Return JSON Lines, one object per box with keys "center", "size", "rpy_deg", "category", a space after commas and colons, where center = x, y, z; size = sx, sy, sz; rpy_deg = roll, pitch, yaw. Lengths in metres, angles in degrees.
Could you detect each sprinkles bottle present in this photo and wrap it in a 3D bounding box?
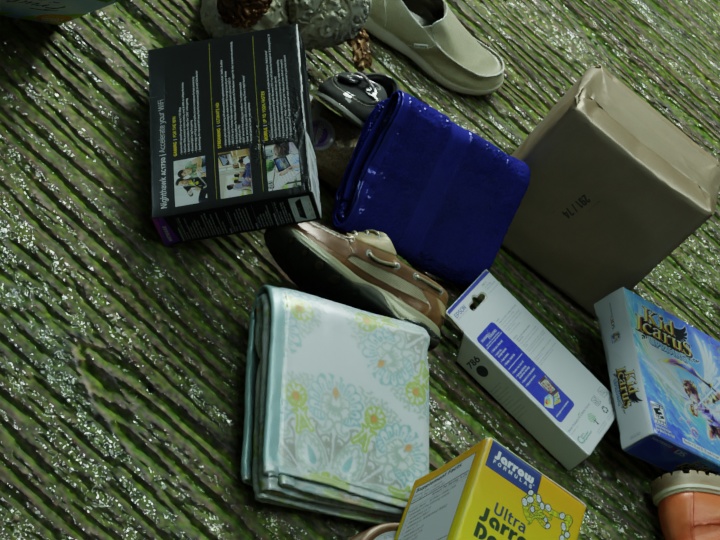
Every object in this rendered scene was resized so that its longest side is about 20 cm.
{"center": [-0.050, -0.136, 1.541], "size": [0.200, 0.068, 0.068], "rpy_deg": [33, 42, -10], "category": "sprinkles bottle"}

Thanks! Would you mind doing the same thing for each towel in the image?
{"center": [0.069, -0.078, 1.525], "size": [0.200, 0.148, 0.050], "rpy_deg": [25, 2, -38], "category": "towel"}
{"center": [-0.019, 0.121, 1.343], "size": [0.171, 0.048, 0.200], "rpy_deg": [18, 57, -27], "category": "towel"}

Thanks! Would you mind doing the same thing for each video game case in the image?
{"center": [0.337, 0.132, 1.601], "size": [0.200, 0.045, 0.181], "rpy_deg": [27, 42, -34], "category": "video game case"}

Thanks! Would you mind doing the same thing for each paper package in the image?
{"center": [0.252, -0.082, 1.626], "size": [0.191, 0.200, 0.103], "rpy_deg": [38, 41, -4], "category": "paper package"}

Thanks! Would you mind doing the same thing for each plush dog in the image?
{"center": [-0.081, -0.273, 1.575], "size": [0.172, 0.200, 0.161], "rpy_deg": [-11, 96, -15], "category": "plush dog"}

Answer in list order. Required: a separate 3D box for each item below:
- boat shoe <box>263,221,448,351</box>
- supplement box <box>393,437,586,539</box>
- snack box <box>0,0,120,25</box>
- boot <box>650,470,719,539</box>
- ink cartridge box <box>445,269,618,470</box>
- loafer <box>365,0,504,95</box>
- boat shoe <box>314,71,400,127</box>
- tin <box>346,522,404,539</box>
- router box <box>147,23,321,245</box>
{"center": [0.000, 0.000, 1.451], "size": [0.200, 0.076, 0.074], "rpy_deg": [37, 62, -19], "category": "boat shoe"}
{"center": [0.087, 0.255, 1.224], "size": [0.109, 0.109, 0.200], "rpy_deg": [36, 49, -14], "category": "supplement box"}
{"center": [-0.314, -0.279, 1.370], "size": [0.200, 0.169, 0.068], "rpy_deg": [5, 82, -41], "category": "snack box"}
{"center": [0.386, 0.270, 1.536], "size": [0.200, 0.075, 0.107], "rpy_deg": [10, 53, -21], "category": "boot"}
{"center": [0.166, 0.098, 1.532], "size": [0.200, 0.039, 0.099], "rpy_deg": [46, 42, 2], "category": "ink cartridge box"}
{"center": [0.088, -0.270, 1.759], "size": [0.200, 0.068, 0.076], "rpy_deg": [27, 44, -17], "category": "loafer"}
{"center": [0.001, -0.181, 1.556], "size": [0.067, 0.057, 0.200], "rpy_deg": [35, 7, 5], "category": "boat shoe"}
{"center": [0.066, 0.271, 1.299], "size": [0.200, 0.042, 0.112], "rpy_deg": [6, 65, -34], "category": "tin"}
{"center": [-0.119, -0.129, 1.424], "size": [0.149, 0.051, 0.200], "rpy_deg": [-9, 58, 5], "category": "router box"}
